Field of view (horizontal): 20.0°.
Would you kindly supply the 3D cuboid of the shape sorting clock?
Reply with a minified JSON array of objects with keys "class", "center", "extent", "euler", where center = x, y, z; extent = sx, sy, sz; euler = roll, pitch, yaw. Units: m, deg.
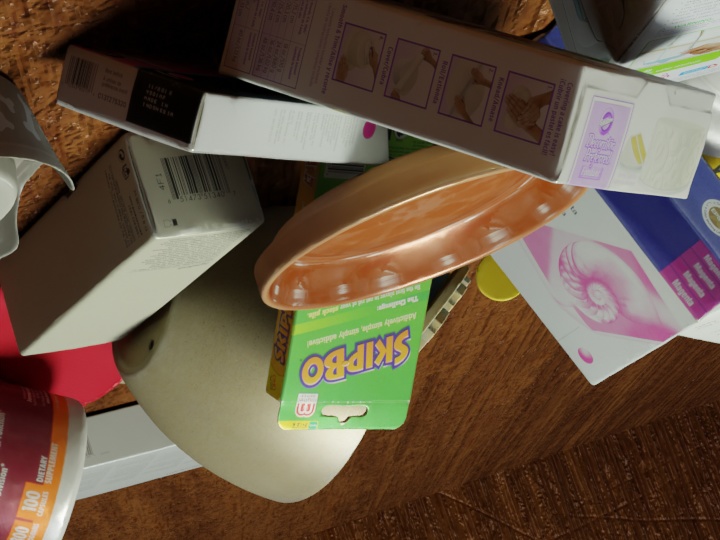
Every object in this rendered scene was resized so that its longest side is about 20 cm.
[{"class":"shape sorting clock","center":[0.014,0.076,1.432],"extent":[0.200,0.039,0.200],"euler":[-55,178,-3]}]

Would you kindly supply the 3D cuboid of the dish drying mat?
[{"class":"dish drying mat","center":[-0.229,0.050,1.383],"extent":[0.077,0.018,0.200],"euler":[-39,146,16]}]

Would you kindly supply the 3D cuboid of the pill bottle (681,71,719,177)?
[{"class":"pill bottle","center":[0.199,-0.108,1.263],"extent":[0.111,0.112,0.200],"euler":[-13,165,-25]}]

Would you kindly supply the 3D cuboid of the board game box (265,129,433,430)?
[{"class":"board game box","center":[0.000,0.000,1.252],"extent":[0.095,0.201,0.030],"euler":[2,-168,-31]}]

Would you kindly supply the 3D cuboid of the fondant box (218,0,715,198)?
[{"class":"fondant box","center":[0.052,-0.092,0.997],"extent":[0.199,0.059,0.144],"euler":[19,-171,32]}]

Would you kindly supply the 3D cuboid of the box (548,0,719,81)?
[{"class":"box","center":[0.213,-0.177,1.035],"extent":[0.199,0.097,0.177],"euler":[-15,166,-15]}]

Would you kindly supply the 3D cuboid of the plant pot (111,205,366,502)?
[{"class":"plant pot","center":[-0.086,0.041,1.356],"extent":[0.134,0.201,0.200],"euler":[18,148,-28]}]

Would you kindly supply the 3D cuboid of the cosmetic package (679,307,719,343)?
[{"class":"cosmetic package","center":[0.296,-0.052,1.506],"extent":[0.164,0.166,0.200],"euler":[-24,166,21]}]

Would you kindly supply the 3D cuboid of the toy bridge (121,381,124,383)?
[{"class":"toy bridge","center":[-0.210,0.086,1.509],"extent":[0.199,0.027,0.067],"euler":[-8,161,-43]}]

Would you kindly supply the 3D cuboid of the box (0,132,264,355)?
[{"class":"box","center":[-0.144,-0.016,1.243],"extent":[0.082,0.069,0.200],"euler":[-8,163,-37]}]

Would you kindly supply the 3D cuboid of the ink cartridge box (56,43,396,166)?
[{"class":"ink cartridge box","center":[-0.056,-0.083,1.064],"extent":[0.094,0.037,0.200],"euler":[21,-170,33]}]

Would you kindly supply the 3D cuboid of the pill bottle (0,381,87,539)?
[{"class":"pill bottle","center":[-0.292,0.119,1.355],"extent":[0.199,0.115,0.114],"euler":[14,155,-18]}]

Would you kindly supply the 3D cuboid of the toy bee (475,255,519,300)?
[{"class":"toy bee","center":[0.110,-0.034,1.434],"extent":[0.108,0.131,0.200],"euler":[28,147,-6]}]

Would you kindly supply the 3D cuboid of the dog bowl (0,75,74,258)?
[{"class":"dog bowl","center":[-0.247,-0.040,1.027],"extent":[0.199,0.059,0.200],"euler":[-19,167,-4]}]

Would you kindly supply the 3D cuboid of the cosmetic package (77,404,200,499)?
[{"class":"cosmetic package","center":[-0.210,0.165,1.918],"extent":[0.199,0.052,0.151],"euler":[-13,164,-24]}]

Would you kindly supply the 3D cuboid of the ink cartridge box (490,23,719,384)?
[{"class":"ink cartridge box","center":[0.139,-0.040,1.268],"extent":[0.043,0.197,0.200],"euler":[-36,176,-27]}]

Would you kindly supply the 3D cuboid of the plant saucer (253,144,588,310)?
[{"class":"plant saucer","center":[0.034,-0.031,1.151],"extent":[0.199,0.032,0.200],"euler":[-19,167,-4]}]
